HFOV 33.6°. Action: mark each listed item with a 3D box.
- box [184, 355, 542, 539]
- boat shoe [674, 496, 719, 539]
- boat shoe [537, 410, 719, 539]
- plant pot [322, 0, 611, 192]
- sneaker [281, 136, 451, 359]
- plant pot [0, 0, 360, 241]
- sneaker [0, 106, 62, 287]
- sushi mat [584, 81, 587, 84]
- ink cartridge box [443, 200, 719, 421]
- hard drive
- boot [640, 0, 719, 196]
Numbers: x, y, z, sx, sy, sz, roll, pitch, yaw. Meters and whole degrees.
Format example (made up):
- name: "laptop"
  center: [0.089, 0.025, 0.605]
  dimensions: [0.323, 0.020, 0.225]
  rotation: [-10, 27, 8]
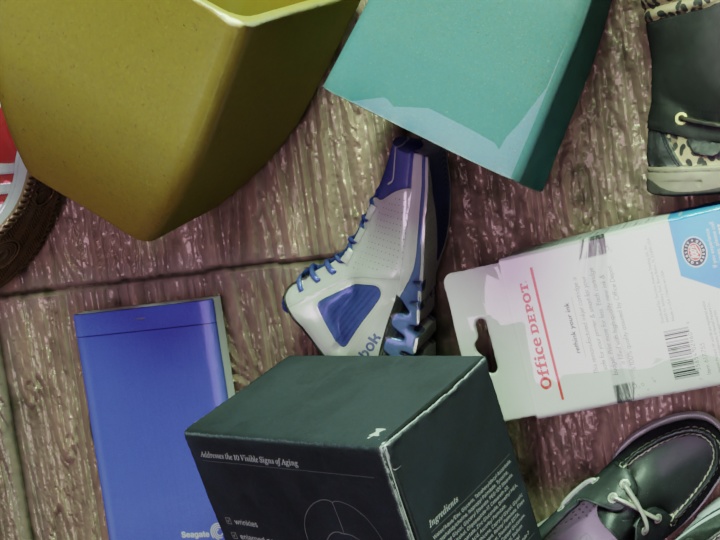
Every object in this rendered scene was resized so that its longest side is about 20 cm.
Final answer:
- name: "box"
  center: [0.008, 0.173, 0.829]
  dimensions: [0.198, 0.124, 0.199]
  rotation: [-3, 113, 44]
- name: "boat shoe"
  center: [0.235, 0.228, 0.838]
  dimensions: [0.072, 0.071, 0.200]
  rotation: [46, 108, 8]
- name: "boat shoe"
  center: [0.183, 0.180, 0.855]
  dimensions: [0.076, 0.060, 0.200]
  rotation: [44, 109, 8]
- name: "plant pot"
  center: [0.094, -0.175, 0.788]
  dimensions: [0.140, 0.141, 0.202]
  rotation: [27, 97, 13]
- name: "sneaker"
  center: [0.000, 0.001, 0.884]
  dimensions: [0.114, 0.080, 0.202]
  rotation: [9, 102, 16]
- name: "plant pot"
  center: [-0.144, -0.142, 0.864]
  dimensions: [0.194, 0.194, 0.202]
  rotation: [29, 118, 13]
- name: "sneaker"
  center: [-0.305, -0.084, 0.986]
  dimensions: [0.112, 0.071, 0.201]
  rotation: [40, 114, 17]
- name: "sushi mat"
  center: [0.076, -0.193, 0.866]
  dimensions: [0.095, 0.012, 0.202]
  rotation: [-30, 88, 19]
- name: "ink cartridge box"
  center: [0.170, 0.031, 0.835]
  dimensions: [0.198, 0.068, 0.118]
  rotation: [-13, 93, 20]
- name: "hard drive"
  center: [-0.162, 0.129, 0.988]
  dimensions: [0.130, 0.025, 0.203]
  rotation: [-6, 95, 20]
- name: "boot"
  center: [0.277, -0.133, 0.776]
  dimensions: [0.198, 0.073, 0.153]
  rotation: [-7, 95, 25]
